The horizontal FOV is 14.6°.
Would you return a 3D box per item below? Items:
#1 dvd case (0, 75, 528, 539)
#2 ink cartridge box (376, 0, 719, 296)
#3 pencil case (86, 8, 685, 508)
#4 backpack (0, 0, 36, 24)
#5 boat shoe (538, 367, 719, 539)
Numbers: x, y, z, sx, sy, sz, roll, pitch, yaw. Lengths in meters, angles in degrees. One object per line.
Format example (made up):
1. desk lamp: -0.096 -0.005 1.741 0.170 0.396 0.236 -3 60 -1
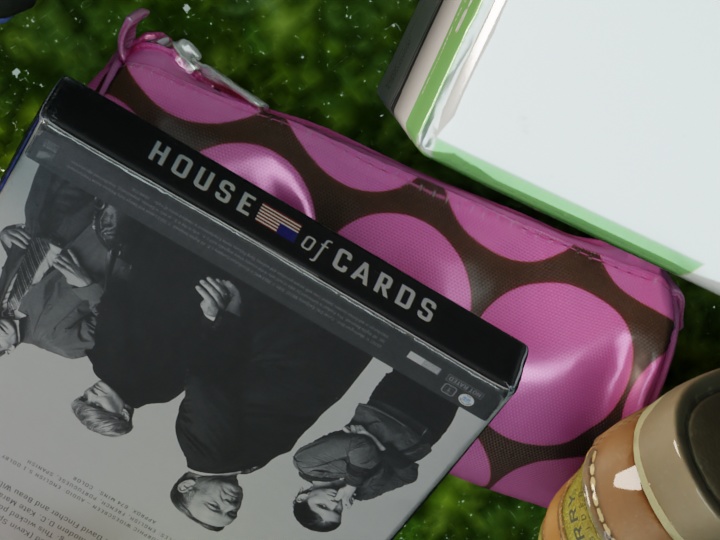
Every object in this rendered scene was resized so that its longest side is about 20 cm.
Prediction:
1. dvd case: -0.060 0.047 0.827 0.150 0.025 0.200 30 136 -6
2. ink cartridge box: 0.089 -0.047 0.780 0.146 0.200 0.085 25 96 -6
3. pencil case: 0.000 0.000 0.844 0.200 0.091 0.094 23 99 -7
4. backpack: -0.161 -0.138 0.757 0.183 0.200 0.147 26 104 -14
5. boat shoe: 0.128 0.055 0.831 0.068 0.200 0.072 -35 67 38
